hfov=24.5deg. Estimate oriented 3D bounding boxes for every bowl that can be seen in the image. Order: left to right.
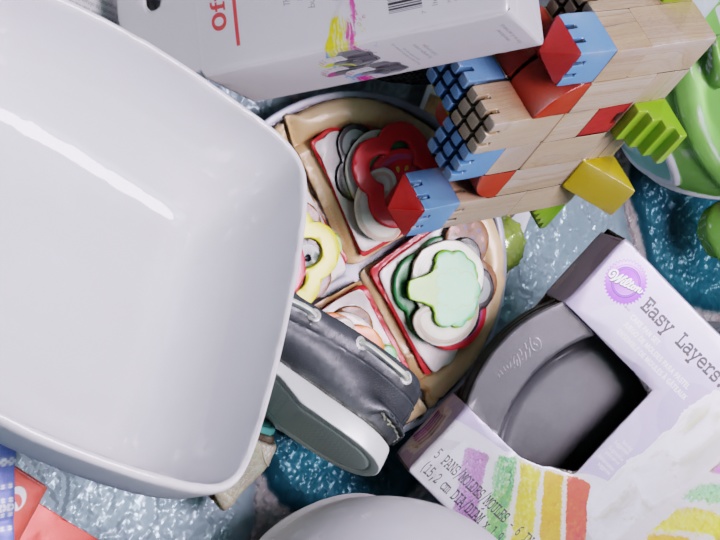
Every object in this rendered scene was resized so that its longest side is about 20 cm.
[{"bbox_3d":[-0.130,-0.006,0.748,0.199,0.074,0.201,30,56,-30],"label":"bowl"}]

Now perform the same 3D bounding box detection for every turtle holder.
[{"bbox_3d":[0.237,-0.109,1.099,0.185,0.131,0.142,42,64,-32],"label":"turtle holder"}]

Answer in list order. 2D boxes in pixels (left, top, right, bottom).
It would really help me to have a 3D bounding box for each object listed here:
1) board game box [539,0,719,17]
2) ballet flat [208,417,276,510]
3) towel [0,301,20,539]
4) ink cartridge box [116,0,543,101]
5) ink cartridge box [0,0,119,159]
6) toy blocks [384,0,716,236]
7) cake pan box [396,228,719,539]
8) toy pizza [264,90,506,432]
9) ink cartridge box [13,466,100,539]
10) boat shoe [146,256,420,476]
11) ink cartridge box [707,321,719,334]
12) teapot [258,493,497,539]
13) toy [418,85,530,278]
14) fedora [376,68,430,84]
[{"bbox_3d":[0.200,-0.227,1.058,0.200,0.147,0.065,-47,115,-29],"label":"board game box"},{"bbox_3d":[-0.125,0.071,0.848,0.199,0.067,0.063,32,93,-33],"label":"ballet flat"},{"bbox_3d":[-0.215,0.115,0.733,0.144,0.024,0.202,1,89,-39],"label":"towel"},{"bbox_3d":[-0.019,-0.154,0.816,0.068,0.198,0.116,17,66,-69],"label":"ink cartridge box"},{"bbox_3d":[-0.202,-0.150,0.793,0.199,0.045,0.178,22,76,-37],"label":"ink cartridge box"},{"bbox_3d":[0.090,-0.089,0.881,0.136,0.200,0.101,-12,64,-37],"label":"toy blocks"},{"bbox_3d":[0.147,0.105,0.964,0.184,0.052,0.200,-45,100,-3],"label":"cake pan box"},{"bbox_3d":[0.000,0.000,0.937,0.198,0.032,0.203,-2,94,-25],"label":"toy pizza"},{"bbox_3d":[-0.208,0.131,0.785,0.200,0.050,0.110,40,66,-31],"label":"ink cartridge box"},{"bbox_3d":[-0.058,0.028,0.873,0.200,0.076,0.061,39,63,-11],"label":"boat shoe"},{"bbox_3d":[0.225,0.138,1.061,0.083,0.175,0.202,-15,99,-39],"label":"ink cartridge box"},{"bbox_3d":[-0.003,0.193,0.904,0.196,0.146,0.201,-31,137,-15],"label":"teapot"},{"bbox_3d":[0.069,-0.035,1.015,0.115,0.047,0.202,30,71,-34],"label":"toy"},{"bbox_3d":[0.041,-0.162,0.943,0.199,0.200,0.092,-20,132,-37],"label":"fedora"}]
